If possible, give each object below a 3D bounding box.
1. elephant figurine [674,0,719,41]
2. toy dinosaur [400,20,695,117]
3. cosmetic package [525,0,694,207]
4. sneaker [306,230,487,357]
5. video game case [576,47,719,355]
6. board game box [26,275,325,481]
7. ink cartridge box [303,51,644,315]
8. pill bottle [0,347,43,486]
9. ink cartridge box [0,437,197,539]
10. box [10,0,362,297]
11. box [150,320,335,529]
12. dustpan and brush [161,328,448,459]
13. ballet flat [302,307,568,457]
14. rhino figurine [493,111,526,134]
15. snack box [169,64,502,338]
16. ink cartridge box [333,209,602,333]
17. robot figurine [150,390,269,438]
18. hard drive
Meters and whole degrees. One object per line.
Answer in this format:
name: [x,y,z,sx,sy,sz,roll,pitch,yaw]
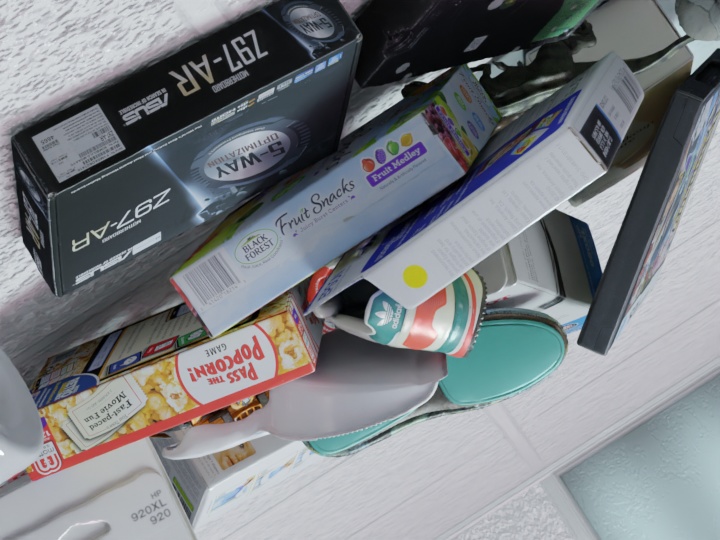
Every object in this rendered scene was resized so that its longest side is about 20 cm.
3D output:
elephant figurine: [0.283,-0.235,1.376,0.200,0.155,0.142,-33,126,-41]
toy dinosaur: [0.127,-0.135,1.425,0.200,0.048,0.088,-15,-159,4]
cosmetic package: [0.182,-0.126,1.574,0.105,0.071,0.200,-32,166,-2]
sneaker: [0.000,0.000,1.393,0.093,0.200,0.070,9,104,-29]
video game case: [0.220,-0.053,1.547,0.181,0.025,0.200,-39,150,-66]
board game box: [-0.124,0.061,1.411,0.200,0.046,0.152,-22,-168,8]
ink cartridge box: [0.074,-0.044,1.296,0.200,0.047,0.198,-37,-173,22]
pill bottle: [-0.302,0.118,1.272,0.200,0.120,0.120,-35,165,10]
ink cartridge box: [-0.209,0.187,1.492,0.147,0.145,0.200,-28,-168,-14]
box: [-0.100,-0.073,1.217,0.200,0.044,0.160,-29,165,-16]
box: [-0.072,0.103,1.707,0.200,0.113,0.101,-27,163,-22]
dustpan and brush: [-0.039,0.086,1.411,0.200,0.057,0.140,-9,-161,3]
ballet flat: [0.046,0.070,1.495,0.200,0.074,0.074,-18,165,-2]
rhino figurine: [0.084,-0.060,1.612,0.087,0.060,0.200,-32,167,-12]
snack box: [-0.013,-0.047,1.346,0.200,0.053,0.142,-32,-170,21]
ink cartridge box: [0.080,0.007,1.563,0.144,0.084,0.200,-19,164,22]
robot figurine: [-0.106,0.081,1.539,0.145,0.058,0.200,-29,-166,-12]
hard drive: [0.093,-0.179,1.285,0.200,0.038,0.140,-18,160,-42]
